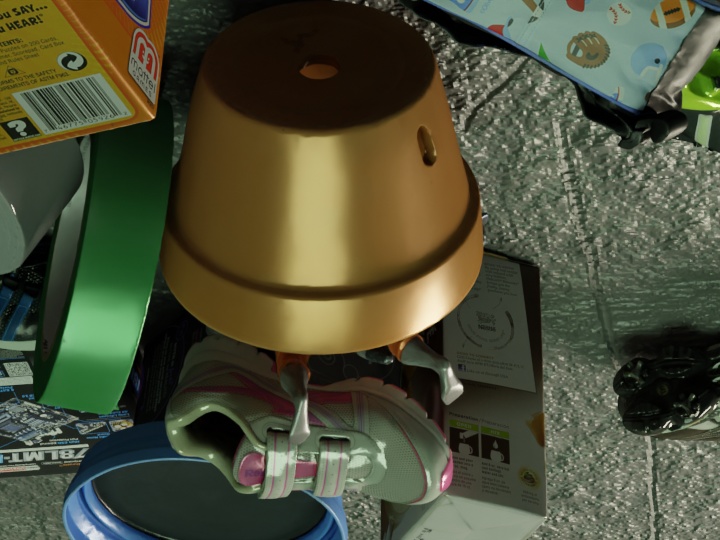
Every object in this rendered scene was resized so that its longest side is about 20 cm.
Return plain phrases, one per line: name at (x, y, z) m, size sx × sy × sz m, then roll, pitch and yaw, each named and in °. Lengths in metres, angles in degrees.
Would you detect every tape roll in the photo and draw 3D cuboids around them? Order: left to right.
tape roll at (-0.266, -0.086, 1.411) m, size 0.200 × 0.066 × 0.200 m, roll 26°, pitch 153°, yaw 14°
tape roll at (-0.161, -0.012, 1.468) m, size 0.048 × 0.201 × 0.201 m, roll 10°, pitch 145°, yaw -13°

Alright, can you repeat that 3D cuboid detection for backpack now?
backpack at (0.098, -0.179, 1.228) m, size 0.190 × 0.200 × 0.154 m, roll 18°, pitch 113°, yaw -9°

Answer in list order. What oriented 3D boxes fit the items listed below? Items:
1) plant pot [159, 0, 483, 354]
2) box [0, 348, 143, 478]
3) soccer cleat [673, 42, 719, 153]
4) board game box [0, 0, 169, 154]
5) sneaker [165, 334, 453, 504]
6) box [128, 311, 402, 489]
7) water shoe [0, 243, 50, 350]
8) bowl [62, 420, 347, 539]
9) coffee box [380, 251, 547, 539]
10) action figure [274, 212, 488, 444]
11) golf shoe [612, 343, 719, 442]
plant pot at (-0.024, -0.066, 1.406) m, size 0.200 × 0.200 × 0.140 m, roll 1°, pitch 130°, yaw 2°
box at (-0.260, 0.087, 1.756) m, size 0.200 × 0.050 × 0.199 m, roll -4°, pitch 146°, yaw 9°
soccer cleat at (0.233, -0.097, 1.451) m, size 0.200 × 0.068 × 0.081 m, roll 25°, pitch 157°, yaw -28°
board game box at (-0.228, -0.192, 1.208) m, size 0.200 × 0.200 × 0.200 m, roll -11°, pitch 144°, yaw 19°
sneaker at (-0.040, 0.114, 1.511) m, size 0.200 × 0.088 × 0.081 m, roll 15°, pitch 128°, yaw 19°
box at (-0.066, 0.078, 1.665) m, size 0.106 × 0.122 × 0.200 m, roll 24°, pitch 140°, yaw -26°
water shoe at (-0.255, 0.010, 1.624) m, size 0.200 × 0.072 × 0.079 m, roll -8°, pitch 143°, yaw 14°
bowl at (-0.108, 0.168, 1.655) m, size 0.200 × 0.039 × 0.201 m, roll 3°, pitch 145°, yaw 2°
coffee box at (0.069, 0.098, 1.616) m, size 0.080 × 0.200 × 0.114 m, roll 14°, pitch 145°, yaw -18°
action figure at (0.000, 0.000, 1.504) m, size 0.200 × 0.194 × 0.105 m, roll -21°, pitch 149°, yaw -10°
golf shoe at (0.287, 0.081, 1.709) m, size 0.200 × 0.078 × 0.094 m, roll -7°, pitch 162°, yaw 16°
